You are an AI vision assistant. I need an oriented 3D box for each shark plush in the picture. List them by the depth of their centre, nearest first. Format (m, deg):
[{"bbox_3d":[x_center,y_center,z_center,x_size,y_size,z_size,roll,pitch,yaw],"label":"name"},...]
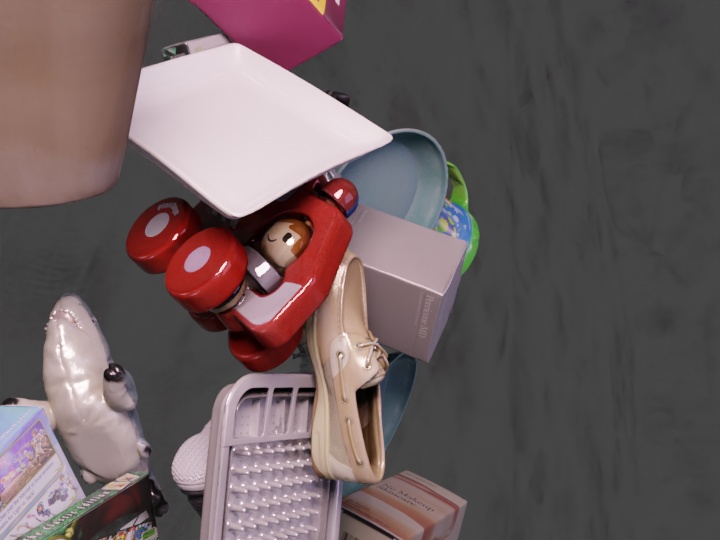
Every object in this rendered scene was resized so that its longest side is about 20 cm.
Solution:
[{"bbox_3d":[-0.183,0.115,0.626,0.202,0.090,0.084,59,6,-33],"label":"shark plush"}]

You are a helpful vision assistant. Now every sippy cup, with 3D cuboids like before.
[{"bbox_3d":[0.073,-0.059,1.096,0.130,0.138,0.181,37,43,-40],"label":"sippy cup"}]

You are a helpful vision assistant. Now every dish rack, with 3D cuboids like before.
[{"bbox_3d":[-0.077,0.190,0.694,0.170,0.043,0.205,12,81,-56],"label":"dish rack"}]

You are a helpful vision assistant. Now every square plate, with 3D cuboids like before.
[{"bbox_3d":[-0.104,-0.119,0.670,0.197,0.198,0.029,-33,148,-44],"label":"square plate"}]

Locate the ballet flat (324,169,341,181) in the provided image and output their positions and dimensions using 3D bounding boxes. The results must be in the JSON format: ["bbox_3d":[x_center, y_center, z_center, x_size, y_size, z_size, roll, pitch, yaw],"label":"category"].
[{"bbox_3d":[-0.053,-0.100,0.779,0.073,0.072,0.203,50,22,-48],"label":"ballet flat"}]

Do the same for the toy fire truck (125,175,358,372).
[{"bbox_3d":[-0.086,-0.026,0.677,0.168,0.199,0.113,-48,132,-11],"label":"toy fire truck"}]

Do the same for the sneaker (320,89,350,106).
[{"bbox_3d":[-0.016,-0.127,0.965,0.201,0.086,0.077,56,39,-44],"label":"sneaker"}]

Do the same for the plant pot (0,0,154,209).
[{"bbox_3d":[-0.215,-0.140,0.503,0.200,0.196,0.177,-37,135,-59],"label":"plant pot"}]

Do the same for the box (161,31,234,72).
[{"bbox_3d":[-0.120,-0.139,0.824,0.144,0.036,0.204,-43,122,-57],"label":"box"}]

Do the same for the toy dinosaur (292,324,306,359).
[{"bbox_3d":[-0.018,0.075,0.848,0.196,0.088,0.048,-2,122,-33],"label":"toy dinosaur"}]

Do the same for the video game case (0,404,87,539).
[{"bbox_3d":[-0.241,0.219,0.502,0.201,0.045,0.185,-54,136,-52],"label":"video game case"}]

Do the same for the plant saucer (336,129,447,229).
[{"bbox_3d":[0.018,-0.077,0.947,0.197,0.036,0.203,-26,136,-27],"label":"plant saucer"}]

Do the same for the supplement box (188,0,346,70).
[{"bbox_3d":[-0.085,-0.320,0.806,0.131,0.102,0.204,38,44,-43],"label":"supplement box"}]

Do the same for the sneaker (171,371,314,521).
[{"bbox_3d":[-0.093,0.182,0.775,0.199,0.074,0.116,-35,118,-50],"label":"sneaker"}]

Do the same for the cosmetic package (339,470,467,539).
[{"bbox_3d":[0.042,0.315,0.966,0.199,0.102,0.089,5,103,-64],"label":"cosmetic package"}]

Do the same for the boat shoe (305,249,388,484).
[{"bbox_3d":[-0.004,0.082,0.700,0.072,0.064,0.205,-2,93,-61],"label":"boat shoe"}]

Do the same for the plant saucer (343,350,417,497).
[{"bbox_3d":[0.002,0.176,0.933,0.201,0.035,0.202,-51,155,-33],"label":"plant saucer"}]

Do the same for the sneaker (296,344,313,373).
[{"bbox_3d":[-0.041,0.106,0.907,0.200,0.070,0.073,-46,170,-40],"label":"sneaker"}]

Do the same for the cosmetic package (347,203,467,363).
[{"bbox_3d":[0.000,0.000,0.816,0.091,0.197,0.108,-55,158,-40],"label":"cosmetic package"}]

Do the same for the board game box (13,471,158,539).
[{"bbox_3d":[-0.198,0.217,0.515,0.199,0.023,0.107,-21,109,-64],"label":"board game box"}]
